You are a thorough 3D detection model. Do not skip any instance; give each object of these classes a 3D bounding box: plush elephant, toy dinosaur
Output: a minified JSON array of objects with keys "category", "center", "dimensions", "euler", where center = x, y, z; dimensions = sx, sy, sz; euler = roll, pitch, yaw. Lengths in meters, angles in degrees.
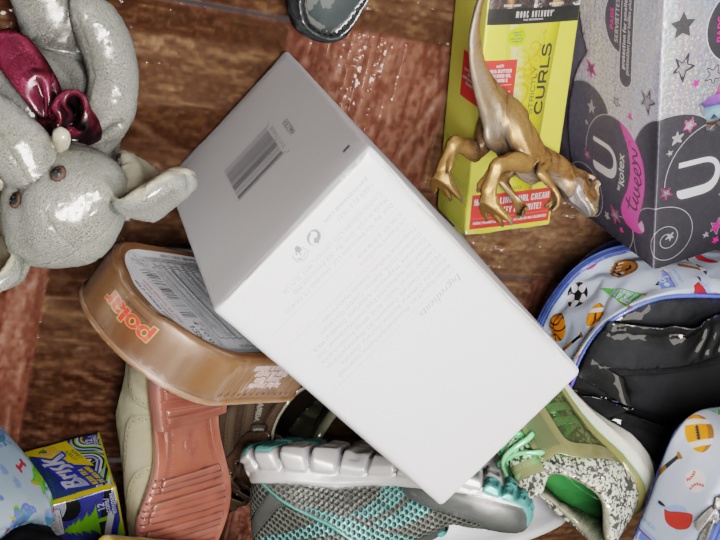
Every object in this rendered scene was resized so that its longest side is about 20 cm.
[{"category":"plush elephant","center":[-0.181,-0.067,0.638],"dimensions":[0.163,0.155,0.201],"euler":[-34,124,-2]},{"category":"toy dinosaur","center":[0.089,-0.094,0.750],"dimensions":[0.107,0.060,0.200],"euler":[-56,132,-17]}]

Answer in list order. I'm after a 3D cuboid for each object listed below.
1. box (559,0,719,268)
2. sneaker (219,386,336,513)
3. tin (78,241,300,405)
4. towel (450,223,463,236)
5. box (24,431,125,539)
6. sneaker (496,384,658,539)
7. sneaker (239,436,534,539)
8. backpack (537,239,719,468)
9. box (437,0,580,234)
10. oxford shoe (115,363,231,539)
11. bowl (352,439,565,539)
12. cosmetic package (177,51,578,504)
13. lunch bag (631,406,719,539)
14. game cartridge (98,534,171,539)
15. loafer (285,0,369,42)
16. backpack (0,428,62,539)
[{"category":"box","center":[0.211,-0.127,0.787],"dimensions":[0.113,0.132,0.203],"euler":[-16,122,-16]},{"category":"sneaker","center":[-0.082,0.130,0.836],"dimensions":[0.200,0.076,0.070],"euler":[-47,124,6]},{"category":"tin","center":[-0.093,0.034,0.724],"dimensions":[0.042,0.112,0.199],"euler":[-47,161,12]},{"category":"towel","center":[0.077,0.059,0.903],"dimensions":[0.085,0.018,0.201],"euler":[-35,124,-7]},{"category":"box","center":[-0.198,0.223,0.839],"dimensions":[0.063,0.070,0.203],"euler":[-13,121,-18]},{"category":"sneaker","center":[0.117,0.116,0.793],"dimensions":[0.199,0.089,0.077],"euler":[37,126,2]},{"category":"sneaker","center":[0.015,0.163,0.760],"dimensions":[0.196,0.077,0.093],"euler":[3,89,17]},{"category":"backpack","center":[0.222,0.061,0.880],"dimensions":[0.187,0.154,0.203],"euler":[1,117,-26]},{"category":"box","center":[0.100,-0.129,0.789],"dimensions":[0.074,0.050,0.203],"euler":[-6,119,-20]},{"category":"oxford shoe","center":[-0.135,0.131,0.805],"dimensions":[0.070,0.073,0.204],"euler":[-3,107,-40]},{"category":"bowl","center":[0.049,0.164,0.871],"dimensions":[0.197,0.201,0.092],"euler":[-10,82,-18]},{"category":"cosmetic package","center":[0.000,0.000,0.715],"dimensions":[0.123,0.200,0.200],"euler":[-45,118,6]},{"category":"lunch bag","center":[0.273,0.166,0.813],"dimensions":[0.198,0.075,0.163],"euler":[1,115,-42]},{"category":"game cartridge","center":[-0.155,0.260,0.774],"dimensions":[0.177,0.032,0.200],"euler":[-54,150,3]},{"category":"loafer","center":[0.005,-0.229,0.681],"dimensions":[0.067,0.071,0.203],"euler":[10,112,-26]},{"category":"backpack","center":[-0.276,0.129,0.686],"dimensions":[0.198,0.163,0.155],"euler":[31,98,13]}]
